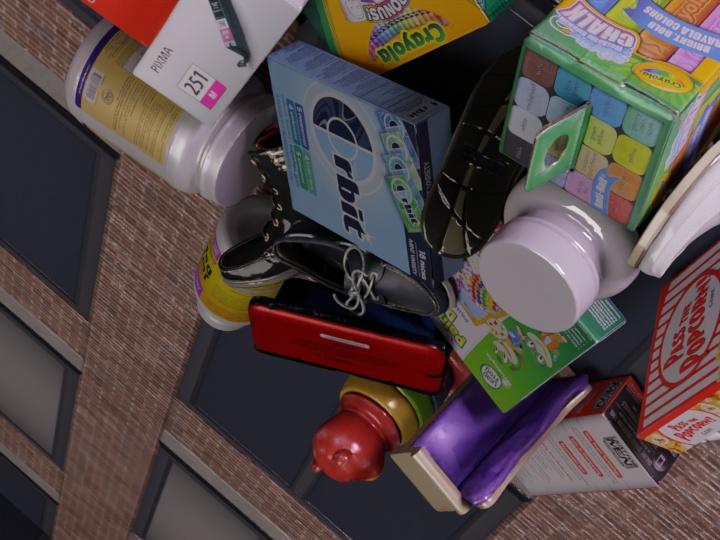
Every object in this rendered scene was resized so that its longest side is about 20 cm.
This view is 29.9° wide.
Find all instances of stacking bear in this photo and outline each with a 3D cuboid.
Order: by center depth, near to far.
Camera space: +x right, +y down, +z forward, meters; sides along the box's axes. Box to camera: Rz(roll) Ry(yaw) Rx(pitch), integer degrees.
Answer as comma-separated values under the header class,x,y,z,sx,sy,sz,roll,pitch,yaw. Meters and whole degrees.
class,x,y,z,sx,sy,sz,roll,pitch,yaw
stacking bear,0.026,0.153,1.485,0.114,0.200,0.121,52,148,-14

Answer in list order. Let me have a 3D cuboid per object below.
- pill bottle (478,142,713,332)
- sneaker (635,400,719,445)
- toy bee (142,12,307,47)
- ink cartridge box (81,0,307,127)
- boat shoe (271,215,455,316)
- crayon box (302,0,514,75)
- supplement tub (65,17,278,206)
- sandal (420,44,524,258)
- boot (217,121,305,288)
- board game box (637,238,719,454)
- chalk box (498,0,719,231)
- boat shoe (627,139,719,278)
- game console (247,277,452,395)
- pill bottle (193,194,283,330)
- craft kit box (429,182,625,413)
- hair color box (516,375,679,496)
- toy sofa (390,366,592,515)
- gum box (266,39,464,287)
class,x,y,z,sx,sy,sz,roll,pitch,yaw
pill bottle,0.184,-0.048,1.068,0.120,0.200,0.120,30,146,22
sneaker,0.325,0.091,1.207,0.200,0.075,0.116,-8,117,41
toy bee,-0.151,-0.242,1.313,0.200,0.109,0.131,-5,126,51
ink cartridge box,-0.159,-0.240,1.213,0.173,0.044,0.200,34,141,-12
boat shoe,0.000,0.000,1.293,0.200,0.062,0.075,29,137,31
crayon box,0.033,-0.243,1.146,0.119,0.058,0.200,53,148,-14
supplement tub,-0.189,-0.170,1.403,0.200,0.145,0.146,34,147,15
sandal,0.112,-0.104,1.129,0.080,0.201,0.057,33,-169,1
boot,-0.084,-0.072,1.393,0.203,0.074,0.154,-19,127,19
board game box,0.300,0.044,1.088,0.046,0.152,0.200,21,149,-8
chalk box,0.187,-0.126,0.971,0.124,0.200,0.125,33,147,18
boat shoe,0.276,-0.066,0.967,0.068,0.200,0.075,41,-168,8
game console,-0.001,0.044,1.385,0.200,0.119,0.172,13,155,6
pill bottle,-0.137,-0.001,1.583,0.104,0.104,0.200,42,148,4
craft kit box,0.123,0.013,1.234,0.200,0.048,0.198,52,153,9
hair color box,0.230,0.177,1.415,0.102,0.061,0.200,52,149,-13
toy sofa,0.134,0.148,1.358,0.083,0.200,0.098,51,154,-10
gum box,0.004,-0.099,1.219,0.200,0.045,0.170,31,141,41
